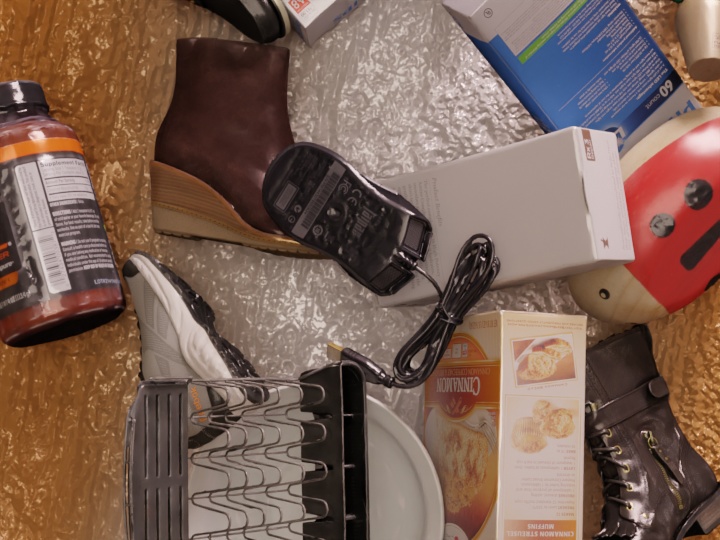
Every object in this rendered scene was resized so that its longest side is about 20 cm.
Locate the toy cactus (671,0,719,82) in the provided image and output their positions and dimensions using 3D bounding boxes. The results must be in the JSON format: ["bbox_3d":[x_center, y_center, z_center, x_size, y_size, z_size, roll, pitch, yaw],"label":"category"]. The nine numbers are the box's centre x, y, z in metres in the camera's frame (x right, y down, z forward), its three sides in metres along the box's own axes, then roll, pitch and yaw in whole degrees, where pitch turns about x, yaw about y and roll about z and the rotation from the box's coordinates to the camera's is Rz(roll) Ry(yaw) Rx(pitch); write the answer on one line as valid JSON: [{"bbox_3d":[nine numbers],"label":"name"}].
[{"bbox_3d":[0.271,-0.225,1.052,0.198,0.102,0.167,18,59,-26],"label":"toy cactus"}]

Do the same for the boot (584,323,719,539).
[{"bbox_3d":[0.188,0.143,1.045,0.199,0.069,0.175,-26,85,-39],"label":"boot"}]

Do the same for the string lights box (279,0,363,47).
[{"bbox_3d":[-0.070,-0.298,1.137,0.103,0.059,0.200,-41,83,-4],"label":"string lights box"}]

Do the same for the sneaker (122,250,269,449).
[{"bbox_3d":[-0.148,0.056,1.063,0.079,0.074,0.200,-43,46,5],"label":"sneaker"}]

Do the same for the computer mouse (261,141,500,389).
[{"bbox_3d":[0.000,0.000,1.040,0.199,0.046,0.141,30,97,18],"label":"computer mouse"}]

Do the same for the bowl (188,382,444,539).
[{"bbox_3d":[-0.032,0.189,1.071,0.199,0.090,0.204,0,85,5],"label":"bowl"}]

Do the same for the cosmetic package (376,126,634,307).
[{"bbox_3d":[0.102,-0.037,1.045,0.198,0.074,0.103,-11,84,35],"label":"cosmetic package"}]

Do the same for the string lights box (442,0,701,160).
[{"bbox_3d":[0.166,-0.163,1.054,0.103,0.059,0.200,-43,118,0],"label":"string lights box"}]

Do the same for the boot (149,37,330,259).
[{"bbox_3d":[-0.072,-0.099,1.111,0.198,0.072,0.168,10,87,9],"label":"boot"}]

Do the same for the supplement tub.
[{"bbox_3d":[-0.264,-0.047,1.103,0.106,0.107,0.202,-18,83,2],"label":"supplement tub"}]

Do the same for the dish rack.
[{"bbox_3d":[-0.077,0.142,0.949,0.054,0.199,0.155,-7,83,41],"label":"dish rack"}]

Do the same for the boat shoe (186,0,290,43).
[{"bbox_3d":[-0.142,-0.247,1.125,0.201,0.074,0.063,41,66,13],"label":"boat shoe"}]

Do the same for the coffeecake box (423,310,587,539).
[{"bbox_3d":[0.104,0.136,1.028,0.072,0.153,0.203,4,84,-18],"label":"coffeecake box"}]

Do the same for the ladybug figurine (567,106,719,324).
[{"bbox_3d":[0.247,-0.037,1.056,0.135,0.072,0.200,37,95,-33],"label":"ladybug figurine"}]
